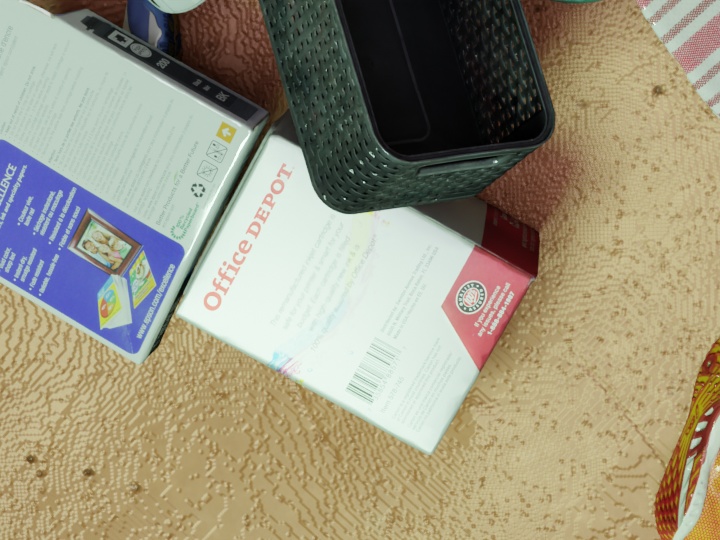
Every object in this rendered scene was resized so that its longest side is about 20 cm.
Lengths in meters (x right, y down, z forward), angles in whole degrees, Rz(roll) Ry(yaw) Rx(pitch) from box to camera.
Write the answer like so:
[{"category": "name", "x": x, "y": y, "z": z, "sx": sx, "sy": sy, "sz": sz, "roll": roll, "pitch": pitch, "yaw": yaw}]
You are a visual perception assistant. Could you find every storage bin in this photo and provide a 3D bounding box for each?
[{"category": "storage bin", "x": 0.025, "y": -0.149, "z": 1.646, "sx": 0.135, "sy": 0.094, "sz": 0.201, "roll": -9, "pitch": 76, "yaw": -30}]

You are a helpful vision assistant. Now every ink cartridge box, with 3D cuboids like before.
[{"category": "ink cartridge box", "x": -0.189, "y": -0.068, "z": 1.736, "sx": 0.200, "sy": 0.043, "sz": 0.199, "roll": 30, "pitch": 116, "yaw": 4}, {"category": "ink cartridge box", "x": 0.000, "y": 0.000, "z": 1.745, "sx": 0.200, "sy": 0.145, "sz": 0.146, "roll": 30, "pitch": 105, "yaw": -3}]

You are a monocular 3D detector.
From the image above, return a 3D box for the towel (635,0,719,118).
[{"category": "towel", "x": 0.238, "y": -0.201, "z": 1.636, "sx": 0.146, "sy": 0.030, "sz": 0.200, "roll": -39, "pitch": 109, "yaw": 0}]

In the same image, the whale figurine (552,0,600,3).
[{"category": "whale figurine", "x": 0.145, "y": -0.273, "z": 1.696, "sx": 0.159, "sy": 0.104, "sz": 0.201, "roll": -7, "pitch": 80, "yaw": 25}]

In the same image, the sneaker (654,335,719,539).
[{"category": "sneaker", "x": 0.269, "y": 0.107, "z": 1.793, "sx": 0.077, "sy": 0.073, "sz": 0.201, "roll": 13, "pitch": 111, "yaw": -20}]

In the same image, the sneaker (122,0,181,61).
[{"category": "sneaker", "x": -0.174, "y": -0.103, "z": 1.776, "sx": 0.088, "sy": 0.075, "sz": 0.201, "roll": 11, "pitch": 104, "yaw": 6}]

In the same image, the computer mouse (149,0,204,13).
[{"category": "computer mouse", "x": -0.154, "y": -0.259, "z": 1.707, "sx": 0.110, "sy": 0.044, "sz": 0.200, "roll": -39, "pitch": 67, "yaw": 14}]
